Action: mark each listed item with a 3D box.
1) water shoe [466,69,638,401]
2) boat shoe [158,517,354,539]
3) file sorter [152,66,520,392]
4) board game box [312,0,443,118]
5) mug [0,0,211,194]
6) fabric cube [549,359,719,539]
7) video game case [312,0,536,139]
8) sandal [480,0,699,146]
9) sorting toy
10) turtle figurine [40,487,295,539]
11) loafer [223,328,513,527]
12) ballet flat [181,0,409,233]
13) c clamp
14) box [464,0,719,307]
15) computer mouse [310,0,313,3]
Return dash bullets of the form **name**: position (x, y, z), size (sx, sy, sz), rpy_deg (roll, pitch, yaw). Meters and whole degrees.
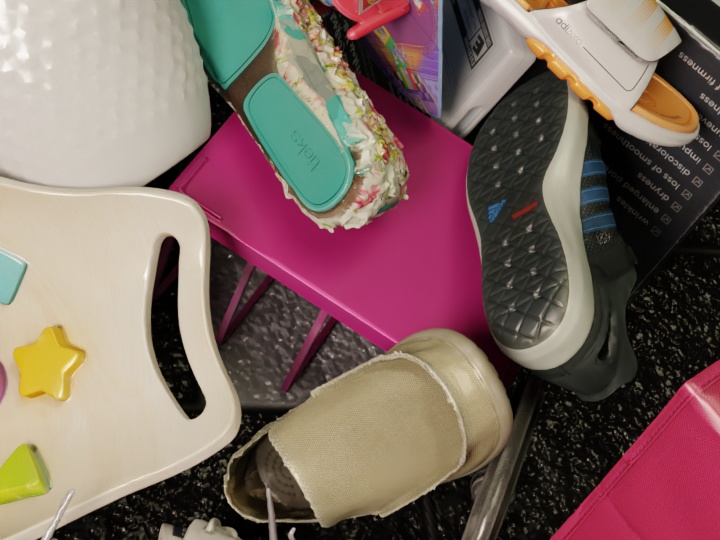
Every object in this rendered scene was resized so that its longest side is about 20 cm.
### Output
- **water shoe**: position (0.102, -0.018, 0.784), size (0.079, 0.071, 0.200), rpy_deg (41, 39, -33)
- **boat shoe**: position (-0.080, 0.156, 0.750), size (0.199, 0.071, 0.070), rpy_deg (-13, 66, -20)
- **file sorter**: position (0.000, 0.000, 0.844), size (0.200, 0.126, 0.139), rpy_deg (33, 54, 3)
- **board game box**: position (-0.015, -0.162, 0.788), size (0.039, 0.200, 0.158), rpy_deg (-30, 67, -12)
- **mug**: position (-0.158, -0.125, 0.792), size (0.176, 0.147, 0.200), rpy_deg (57, 14, -9)
- **fabric cube**: position (0.236, 0.132, 0.695), size (0.196, 0.200, 0.200), rpy_deg (-27, 68, -31)
- **video game case**: position (0.027, -0.154, 0.921), size (0.023, 0.182, 0.201), rpy_deg (6, 56, -31)
- **sandal**: position (0.112, -0.145, 0.791), size (0.206, 0.059, 0.079), rpy_deg (38, 29, -9)
- **sorting toy**: position (-0.151, 0.041, 0.715), size (0.179, 0.107, 0.201), rpy_deg (-13, 74, 8)
- **turtle figurine**: position (-0.102, 0.181, 0.640), size (0.149, 0.201, 0.101), rpy_deg (11, 27, -4)
- **loafer**: position (-0.001, 0.090, 0.740), size (0.068, 0.200, 0.076), rpy_deg (-30, 87, -39)
- **ballet flat**: position (-0.036, -0.103, 0.788), size (0.064, 0.076, 0.200), rpy_deg (3, 55, -52)
- **c clamp**: position (0.060, 0.136, 0.784), size (0.027, 0.171, 0.200), rpy_deg (18, 39, 9)
- **box**: position (0.159, -0.121, 0.934), size (0.200, 0.197, 0.124), rpy_deg (41, 47, 8)
- **computer mouse**: position (-0.069, -0.181, 0.886), size (0.044, 0.110, 0.200), rpy_deg (42, 11, 23)
